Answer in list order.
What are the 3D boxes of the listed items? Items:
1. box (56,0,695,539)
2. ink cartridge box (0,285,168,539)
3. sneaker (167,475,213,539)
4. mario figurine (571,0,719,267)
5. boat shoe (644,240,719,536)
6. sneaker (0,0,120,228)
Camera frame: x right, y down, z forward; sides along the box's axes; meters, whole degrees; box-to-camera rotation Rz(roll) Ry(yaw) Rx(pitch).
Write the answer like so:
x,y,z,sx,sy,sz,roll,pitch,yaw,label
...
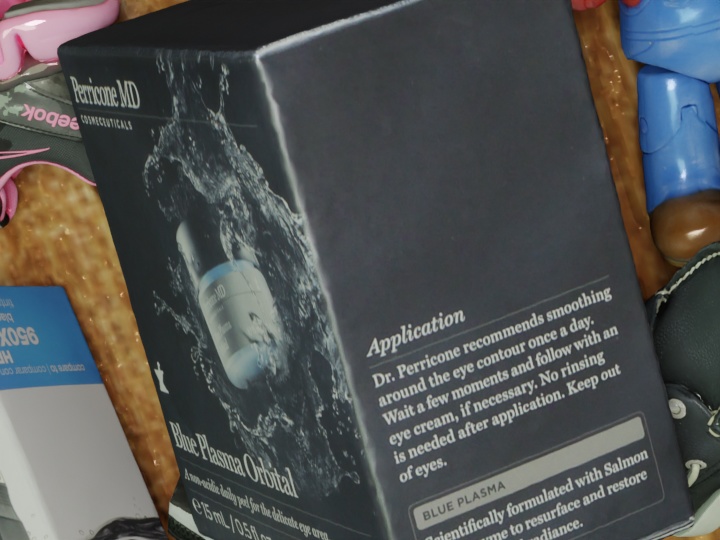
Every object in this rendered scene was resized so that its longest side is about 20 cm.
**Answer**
x,y,z,sx,sy,sz,roll,pitch,yaw,label
0.000,0.000,0.946,0.117,0.197,0.201,-20,102,-22,box
-0.156,0.126,1.079,0.144,0.084,0.201,-30,76,23,ink cartridge box
0.011,0.130,1.071,0.199,0.080,0.087,20,127,17,sneaker
0.117,-0.103,0.935,0.106,0.123,0.201,-6,112,37,mario figurine
0.112,0.047,0.959,0.060,0.076,0.200,-7,149,-12,boat shoe
-0.176,-0.054,1.071,0.199,0.079,0.096,-10,117,21,sneaker
